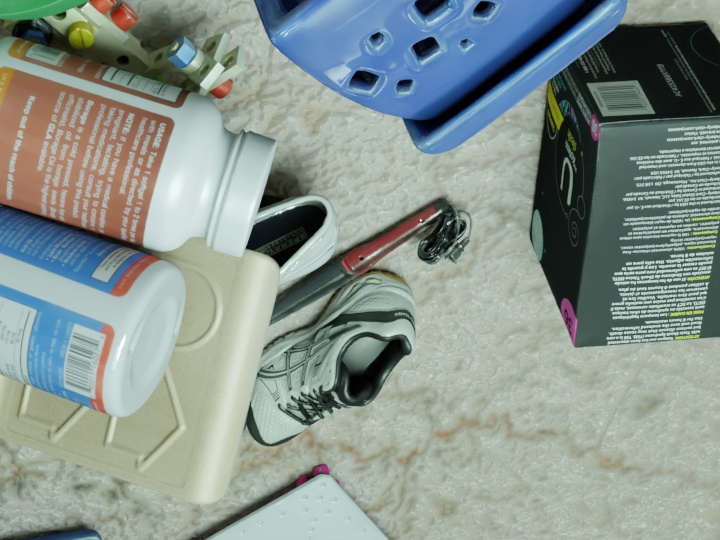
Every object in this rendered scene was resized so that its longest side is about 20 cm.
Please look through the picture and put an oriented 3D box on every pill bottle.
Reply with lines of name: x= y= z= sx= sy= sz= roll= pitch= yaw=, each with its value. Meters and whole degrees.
pill bottle: x=-0.164 y=-0.078 z=1.108 sx=0.200 sy=0.112 sz=0.112 roll=18 pitch=122 yaw=-2
pill bottle: x=-0.230 y=0.017 z=1.113 sx=0.200 sy=0.112 sz=0.112 roll=20 pitch=124 yaw=12

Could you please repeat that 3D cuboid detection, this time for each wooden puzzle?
wooden puzzle: x=-0.168 y=0.054 z=1.181 sx=0.200 sy=0.046 sz=0.186 roll=15 pitch=96 yaw=11

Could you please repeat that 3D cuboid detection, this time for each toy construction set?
toy construction set: x=-0.177 y=-0.186 z=1.146 sx=0.131 sy=0.092 sz=0.200 roll=-38 pitch=111 yaw=17

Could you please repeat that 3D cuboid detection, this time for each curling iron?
curling iron: x=0.000 y=0.000 z=1.328 sx=0.200 sy=0.050 sz=0.026 roll=-24 pitch=146 yaw=14

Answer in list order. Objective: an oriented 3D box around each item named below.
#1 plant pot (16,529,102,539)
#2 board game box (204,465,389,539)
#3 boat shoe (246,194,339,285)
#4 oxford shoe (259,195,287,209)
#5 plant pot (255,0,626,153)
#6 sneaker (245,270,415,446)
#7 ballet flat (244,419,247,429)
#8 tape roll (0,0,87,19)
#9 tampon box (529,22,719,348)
plant pot: x=-0.296 y=0.348 z=1.445 sx=0.200 sy=0.180 sz=0.200 roll=-10 pitch=125 yaw=-2
board game box: x=-0.062 y=0.289 z=1.535 sx=0.200 sy=0.026 sz=0.200 roll=-30 pitch=124 yaw=13
boat shoe: x=-0.104 y=0.004 z=1.220 sx=0.200 sy=0.072 sz=0.066 roll=-26 pitch=166 yaw=-8
oxford shoe: x=-0.134 y=-0.002 z=1.302 sx=0.200 sy=0.073 sz=0.084 roll=-21 pitch=155 yaw=-2
plant pot: x=0.050 y=-0.211 z=1.090 sx=0.200 sy=0.200 sz=0.180 roll=-38 pitch=129 yaw=17
sneaker: x=-0.030 y=0.089 z=1.360 sx=0.076 sy=0.088 sz=0.200 roll=29 pitch=118 yaw=-28
ballet flat: x=-0.126 y=0.081 z=1.326 sx=0.073 sy=0.073 sz=0.200 roll=-25 pitch=155 yaw=9
tape roll: x=-0.227 y=-0.262 z=1.042 sx=0.200 sy=0.048 sz=0.201 roll=0 pitch=95 yaw=5
tampon box: x=0.213 y=-0.066 z=1.249 sx=0.126 sy=0.150 sz=0.200 roll=-3 pitch=125 yaw=-8
